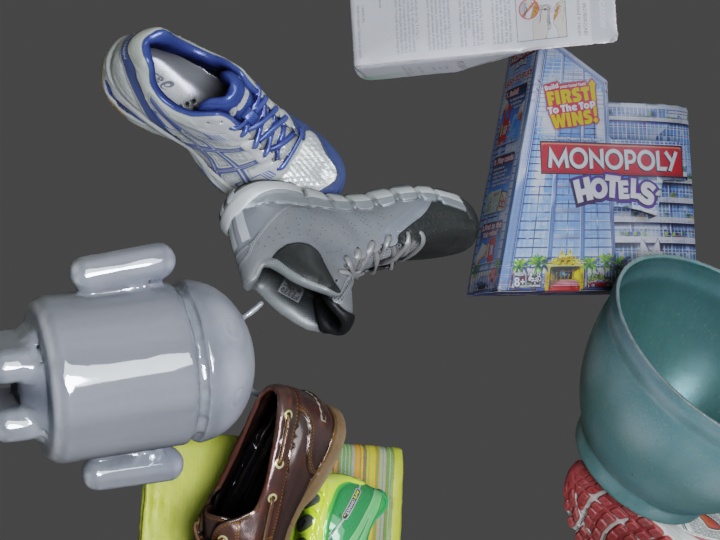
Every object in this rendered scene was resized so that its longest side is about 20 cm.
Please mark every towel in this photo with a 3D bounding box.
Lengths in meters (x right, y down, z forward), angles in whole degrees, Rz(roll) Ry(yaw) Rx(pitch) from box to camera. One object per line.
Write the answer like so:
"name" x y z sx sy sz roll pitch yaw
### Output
"towel" -0.063 0.165 1.197 0.199 0.018 0.087 7 79 -20

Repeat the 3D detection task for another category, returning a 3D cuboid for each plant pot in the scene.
"plant pot" 0.244 0.104 1.232 0.199 0.135 0.201 21 36 -16

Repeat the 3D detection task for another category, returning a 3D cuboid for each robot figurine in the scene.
"robot figurine" -0.157 0.067 1.115 0.199 0.113 0.171 -6 109 -22

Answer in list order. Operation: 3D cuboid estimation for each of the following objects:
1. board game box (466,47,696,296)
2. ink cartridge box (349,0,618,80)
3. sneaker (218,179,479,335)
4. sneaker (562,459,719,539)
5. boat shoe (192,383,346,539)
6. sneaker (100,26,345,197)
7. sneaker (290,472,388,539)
"board game box" 0.180 -0.082 1.289 0.199 0.062 0.201 -1 86 -21
"ink cartridge box" 0.088 -0.234 1.223 0.199 0.050 0.162 -4 85 10
"sneaker" 0.000 0.000 1.179 0.199 0.075 0.116 1 49 -18
"sneaker" 0.245 0.207 1.291 0.199 0.078 0.082 34 47 -11
"boat shoe" -0.083 0.172 1.125 0.070 0.070 0.201 28 83 -48
"sneaker" -0.091 -0.104 1.171 0.199 0.088 0.076 28 74 -18
"sneaker" -0.014 0.246 1.164 0.083 0.074 0.202 5 94 -17
